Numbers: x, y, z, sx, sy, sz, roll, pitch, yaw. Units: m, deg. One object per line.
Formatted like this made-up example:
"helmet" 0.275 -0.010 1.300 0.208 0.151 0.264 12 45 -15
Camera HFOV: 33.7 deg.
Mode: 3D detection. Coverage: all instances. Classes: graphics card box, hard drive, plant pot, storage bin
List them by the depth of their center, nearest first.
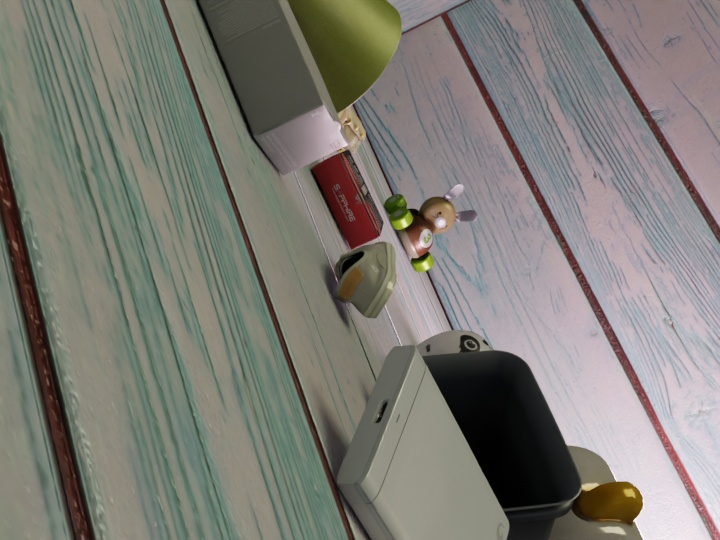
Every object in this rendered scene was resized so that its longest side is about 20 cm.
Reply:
"hard drive" 0.053 0.173 0.875 0.201 0.027 0.132 62 35 -32
"storage bin" 0.101 0.192 1.094 0.200 0.145 0.135 -109 -161 -52
"plant pot" -0.084 -0.306 1.392 0.200 0.187 0.188 41 19 -37
"graphics card box" -0.015 -0.104 1.671 0.126 0.051 0.200 64 6 -6

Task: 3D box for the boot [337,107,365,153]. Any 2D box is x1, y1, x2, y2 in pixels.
"boot" -0.040 -0.254 1.996 0.156 0.073 0.200 58 3 -36

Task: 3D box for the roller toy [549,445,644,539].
"roller toy" 0.207 0.291 1.275 0.183 0.199 0.140 67 2 -49

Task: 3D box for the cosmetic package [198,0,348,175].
"cosmetic package" -0.092 -0.213 1.236 0.107 0.090 0.201 54 15 -65

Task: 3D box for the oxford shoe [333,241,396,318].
"oxford shoe" 0.000 0.000 1.285 0.058 0.075 0.200 27 9 -7

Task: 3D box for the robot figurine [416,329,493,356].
"robot figurine" 0.128 0.168 1.398 0.201 0.124 0.150 65 -27 0

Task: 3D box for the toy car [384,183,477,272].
"toy car" 0.185 -0.124 2.927 0.165 0.199 0.158 61 6 -29
